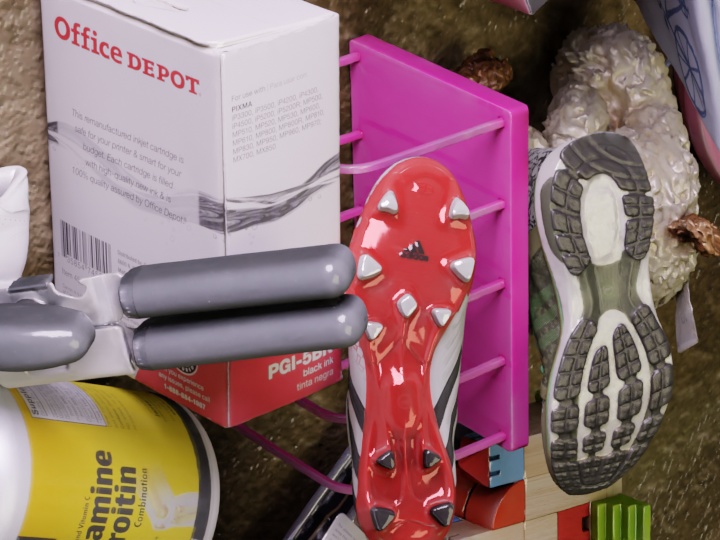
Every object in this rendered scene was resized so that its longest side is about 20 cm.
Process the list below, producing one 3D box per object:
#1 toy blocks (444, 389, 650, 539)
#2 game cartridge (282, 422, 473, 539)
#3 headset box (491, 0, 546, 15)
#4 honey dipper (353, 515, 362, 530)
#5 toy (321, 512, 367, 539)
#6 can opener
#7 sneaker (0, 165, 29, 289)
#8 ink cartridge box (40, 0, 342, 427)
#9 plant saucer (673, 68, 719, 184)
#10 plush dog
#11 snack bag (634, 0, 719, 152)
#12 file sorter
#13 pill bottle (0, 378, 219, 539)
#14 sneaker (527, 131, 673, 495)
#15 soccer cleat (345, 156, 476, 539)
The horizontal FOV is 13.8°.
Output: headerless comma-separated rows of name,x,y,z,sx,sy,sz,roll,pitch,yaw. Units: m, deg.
toy blocks,0.084,0.161,1.718,0.136,0.100,0.201,-11,107,-36
game cartridge,0.014,0.155,1.732,0.200,0.041,0.133,-54,142,-11
headset box,0.070,-0.220,1.515,0.149,0.200,0.075,-45,133,-21
honey dipper,-0.007,0.194,1.639,0.038,0.038,0.201,-21,146,-36
toy,-0.045,0.235,1.560,0.115,0.047,0.201,47,67,-41
can opener,-0.096,0.028,1.406,0.067,0.199,0.053,-71,151,-64
sneaker,-0.233,-0.030,1.409,0.200,0.075,0.089,8,98,-55
ink cartridge box,-0.083,-0.045,1.483,0.083,0.146,0.201,-21,122,-38
plant saucer,0.262,-0.144,1.841,0.200,0.051,0.202,-21,122,-37
plush dog,0.103,-0.034,1.688,0.171,0.160,0.201,1,107,-16
snack bag,0.166,-0.187,1.639,0.021,0.200,0.189,-18,127,-3
file sorter,0.000,0.000,1.593,0.125,0.139,0.201,-19,121,-33
pill bottle,-0.175,0.108,1.489,0.199,0.112,0.113,10,101,-45
sneaker,0.117,0.020,1.608,0.076,0.089,0.201,-5,102,-22
soccer cleat,0.020,0.044,1.496,0.068,0.085,0.201,1,87,-11
